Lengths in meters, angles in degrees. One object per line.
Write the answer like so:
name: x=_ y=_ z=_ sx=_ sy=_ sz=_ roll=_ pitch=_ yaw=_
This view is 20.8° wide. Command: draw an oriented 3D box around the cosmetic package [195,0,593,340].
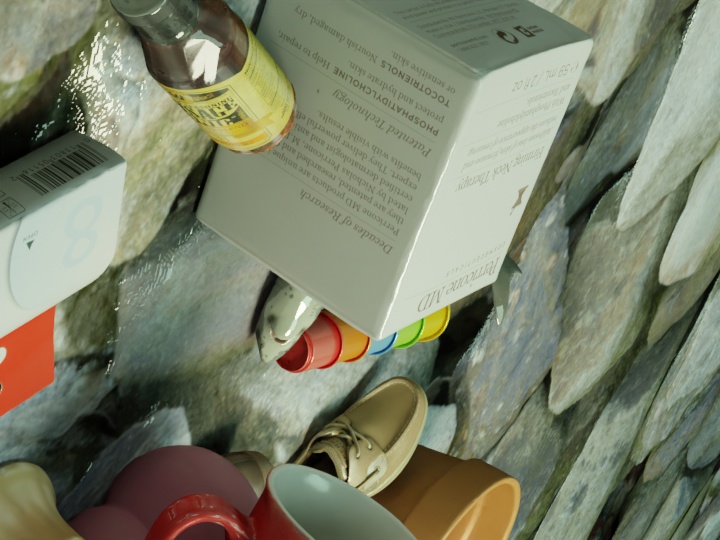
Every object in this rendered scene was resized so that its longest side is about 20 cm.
cosmetic package: x=0.023 y=-0.096 z=1.321 sx=0.167 sy=0.166 sz=0.201 roll=-24 pitch=141 yaw=-54

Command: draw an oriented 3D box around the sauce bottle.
sauce bottle: x=-0.095 y=-0.129 z=1.169 sx=0.066 sy=0.066 sz=0.200 roll=-56 pitch=155 yaw=-5

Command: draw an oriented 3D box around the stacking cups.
stacking cups: x=0.002 y=0.043 z=1.600 sx=0.200 sy=0.060 sz=0.061 roll=-13 pitch=131 yaw=-58

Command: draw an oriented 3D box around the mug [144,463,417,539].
mug: x=-0.075 y=0.240 z=1.346 sx=0.200 sy=0.177 sz=0.133 roll=-57 pitch=176 yaw=15

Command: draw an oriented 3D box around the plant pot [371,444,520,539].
plant pot: x=0.035 y=0.242 z=1.814 sx=0.200 sy=0.140 sz=0.201 roll=-46 pitch=154 yaw=-30

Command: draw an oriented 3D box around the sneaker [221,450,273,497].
sneaker: x=-0.135 y=0.230 z=1.565 sx=0.075 sy=0.070 sz=0.201 roll=1 pitch=117 yaw=-43

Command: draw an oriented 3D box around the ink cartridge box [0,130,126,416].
ink cartridge box: x=-0.213 y=0.035 z=1.147 sx=0.160 sy=0.047 sz=0.201 roll=-36 pitch=147 yaw=-44

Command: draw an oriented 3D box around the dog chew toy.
dog chew toy: x=-0.163 y=0.212 z=1.395 sx=0.200 sy=0.124 sz=0.125 roll=-35 pitch=149 yaw=-30

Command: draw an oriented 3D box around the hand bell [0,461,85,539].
hand bell: x=-0.166 y=0.213 z=1.256 sx=0.104 sy=0.199 sz=0.105 roll=-38 pitch=142 yaw=-37

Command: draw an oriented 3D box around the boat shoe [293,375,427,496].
boat shoe: x=-0.013 y=0.166 z=1.706 sx=0.200 sy=0.071 sz=0.065 roll=-50 pitch=157 yaw=-18

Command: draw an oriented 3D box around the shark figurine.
shark figurine: x=0.015 y=-0.016 z=1.499 sx=0.090 sy=0.213 sz=0.129 roll=-107 pitch=-175 yaw=-70
